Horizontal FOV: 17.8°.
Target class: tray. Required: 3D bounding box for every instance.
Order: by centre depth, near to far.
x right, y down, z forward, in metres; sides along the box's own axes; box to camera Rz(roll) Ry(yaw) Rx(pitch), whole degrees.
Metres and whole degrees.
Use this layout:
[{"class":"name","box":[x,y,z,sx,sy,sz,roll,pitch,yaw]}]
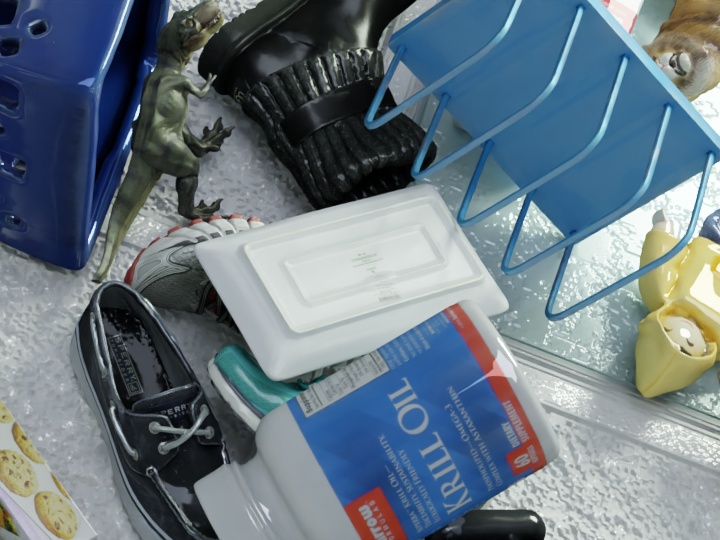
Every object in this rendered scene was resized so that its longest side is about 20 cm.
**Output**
[{"class":"tray","box":[0.000,0.000,1.468,0.200,0.022,0.108,-16,65,-37]}]

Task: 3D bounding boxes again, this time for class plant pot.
[{"class":"plant pot","box":[-0.229,-0.149,1.472,0.179,0.200,0.200,16,55,1]}]

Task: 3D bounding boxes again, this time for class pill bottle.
[{"class":"pill bottle","box":[0.008,0.112,1.361,0.200,0.112,0.112,-31,70,-2]}]

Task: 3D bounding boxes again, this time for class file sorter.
[{"class":"file sorter","box":[0.119,-0.085,1.515,0.200,0.139,0.123,45,38,-18]}]

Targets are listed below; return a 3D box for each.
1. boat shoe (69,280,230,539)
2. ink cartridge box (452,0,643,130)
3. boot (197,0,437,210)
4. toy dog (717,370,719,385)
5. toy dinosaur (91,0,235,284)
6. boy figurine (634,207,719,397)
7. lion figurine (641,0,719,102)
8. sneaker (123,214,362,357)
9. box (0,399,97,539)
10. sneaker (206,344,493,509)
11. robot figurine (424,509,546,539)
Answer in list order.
[{"class":"boat shoe","box":[-0.120,0.097,1.426,0.072,0.068,0.200,-15,66,-25]},{"class":"ink cartridge box","box":[0.154,-0.196,1.645,0.083,0.147,0.200,26,56,-2]},{"class":"boot","box":[0.009,-0.138,1.602,0.211,0.080,0.158,-37,68,-21]},{"class":"toy dog","box":[0.332,0.088,1.547,0.200,0.096,0.132,-34,100,-28]},{"class":"toy dinosaur","box":[-0.123,-0.077,1.526,0.088,0.047,0.201,25,78,-48]},{"class":"boy figurine","box":[0.243,0.009,1.599,0.124,0.064,0.200,43,54,5]},{"class":"lion figurine","box":[0.255,-0.223,1.704,0.072,0.122,0.201,25,56,-48]},{"class":"sneaker","box":[-0.054,0.019,1.490,0.199,0.078,0.082,7,59,-13]},{"class":"box","box":[-0.233,0.102,1.405,0.041,0.039,0.200,-27,71,-31]},{"class":"sneaker","box":[-0.002,0.092,1.449,0.199,0.080,0.078,26,14,-8]},{"class":"robot figurine","box":[0.082,0.232,1.377,0.199,0.151,0.125,-2,18,-18]}]
